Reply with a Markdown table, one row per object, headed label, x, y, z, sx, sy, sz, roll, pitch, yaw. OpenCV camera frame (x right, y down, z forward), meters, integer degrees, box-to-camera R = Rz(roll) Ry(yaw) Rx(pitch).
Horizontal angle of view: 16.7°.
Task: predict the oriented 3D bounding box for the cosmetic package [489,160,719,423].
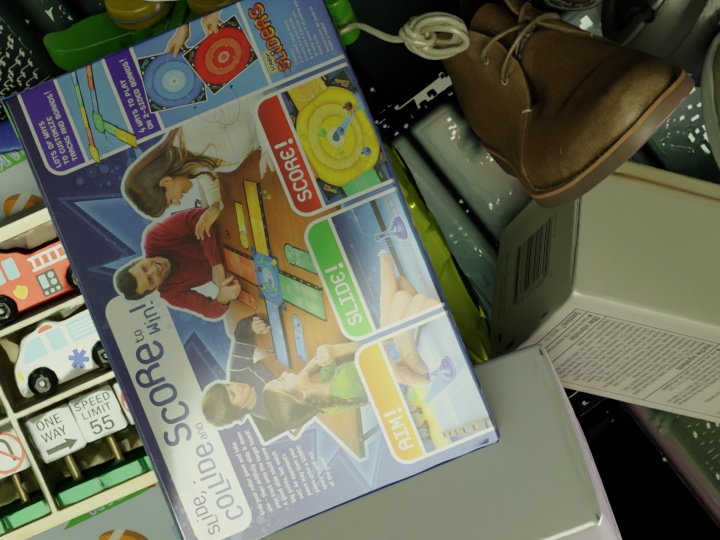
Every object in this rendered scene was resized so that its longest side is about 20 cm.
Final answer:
| label | x | y | z | sx | sy | sz | roll | pitch | yaw |
| --- | --- | --- | --- | --- | --- | --- | --- | --- | --- |
| cosmetic package | 0.168 | 0.019 | 1.094 | 0.199 | 0.104 | 0.073 | 13 | 66 | -16 |

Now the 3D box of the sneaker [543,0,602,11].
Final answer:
| label | x | y | z | sx | sy | sz | roll | pitch | yaw |
| --- | --- | --- | --- | --- | --- | --- | --- | --- | --- |
| sneaker | 0.074 | -0.206 | 1.019 | 0.073 | 0.112 | 0.201 | -20 | 110 | 4 |

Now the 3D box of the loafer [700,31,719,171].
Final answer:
| label | x | y | z | sx | sy | sz | roll | pitch | yaw |
| --- | --- | --- | --- | --- | --- | --- | --- | --- | --- |
| loafer | 0.216 | -0.025 | 1.030 | 0.075 | 0.070 | 0.201 | -28 | 82 | -26 |

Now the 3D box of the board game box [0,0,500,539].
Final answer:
| label | x | y | z | sx | sy | sz | roll | pitch | yaw |
| --- | --- | --- | --- | --- | --- | --- | --- | --- | --- |
| board game box | -0.043 | -0.001 | 0.975 | 0.135 | 0.034 | 0.201 | -21 | 91 | 3 |

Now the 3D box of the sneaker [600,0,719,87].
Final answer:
| label | x | y | z | sx | sy | sz | roll | pitch | yaw |
| --- | --- | --- | --- | --- | --- | --- | --- | --- | --- |
| sneaker | 0.187 | -0.165 | 1.071 | 0.079 | 0.076 | 0.200 | 26 | 116 | -23 |

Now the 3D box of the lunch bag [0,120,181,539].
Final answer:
| label | x | y | z | sx | sy | sz | roll | pitch | yaw |
| --- | --- | --- | --- | --- | --- | --- | --- | --- | --- |
| lunch bag | -0.156 | 0.029 | 1.091 | 0.169 | 0.124 | 0.201 | -15 | 120 | 1 |

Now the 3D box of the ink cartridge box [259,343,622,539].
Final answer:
| label | x | y | z | sx | sy | sz | roll | pitch | yaw |
| --- | --- | --- | --- | --- | --- | --- | --- | --- | --- |
| ink cartridge box | 0.036 | 0.112 | 1.089 | 0.144 | 0.200 | 0.084 | -20 | 73 | 5 |

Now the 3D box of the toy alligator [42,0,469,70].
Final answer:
| label | x | y | z | sx | sy | sz | roll | pitch | yaw |
| --- | --- | --- | --- | --- | --- | --- | --- | --- | --- |
| toy alligator | -0.042 | -0.113 | 1.061 | 0.199 | 0.054 | 0.059 | -1 | 142 | 22 |

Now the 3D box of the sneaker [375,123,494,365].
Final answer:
| label | x | y | z | sx | sy | sz | roll | pitch | yaw |
| --- | --- | --- | --- | --- | --- | --- | --- | --- | --- |
| sneaker | 0.000 | 0.000 | 1.113 | 0.083 | 0.074 | 0.201 | -28 | 110 | 3 |

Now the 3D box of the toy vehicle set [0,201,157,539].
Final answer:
| label | x | y | z | sx | sy | sz | roll | pitch | yaw |
| --- | --- | --- | --- | --- | --- | --- | --- | --- | --- |
| toy vehicle set | -0.120 | 0.035 | 1.021 | 0.199 | 0.027 | 0.125 | -24 | 101 | 2 |

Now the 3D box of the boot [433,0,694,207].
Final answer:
| label | x | y | z | sx | sy | sz | roll | pitch | yaw |
| --- | --- | --- | --- | --- | --- | --- | --- | --- | --- |
| boot | 0.075 | -0.078 | 1.023 | 0.074 | 0.200 | 0.076 | -42 | 104 | -7 |
